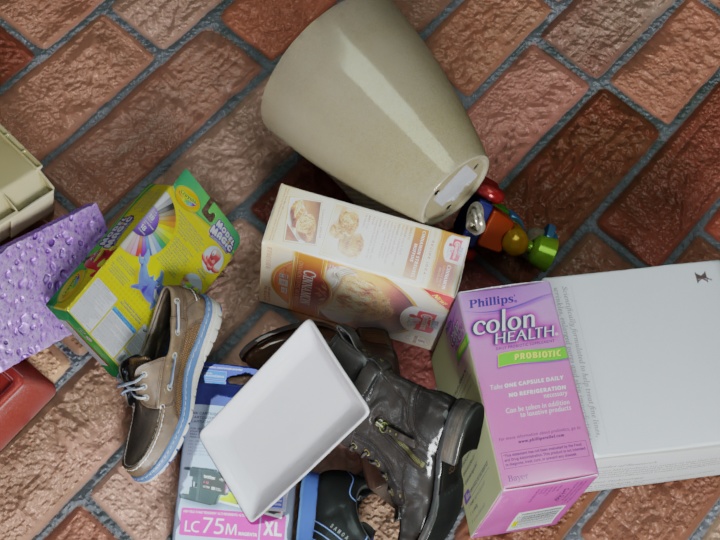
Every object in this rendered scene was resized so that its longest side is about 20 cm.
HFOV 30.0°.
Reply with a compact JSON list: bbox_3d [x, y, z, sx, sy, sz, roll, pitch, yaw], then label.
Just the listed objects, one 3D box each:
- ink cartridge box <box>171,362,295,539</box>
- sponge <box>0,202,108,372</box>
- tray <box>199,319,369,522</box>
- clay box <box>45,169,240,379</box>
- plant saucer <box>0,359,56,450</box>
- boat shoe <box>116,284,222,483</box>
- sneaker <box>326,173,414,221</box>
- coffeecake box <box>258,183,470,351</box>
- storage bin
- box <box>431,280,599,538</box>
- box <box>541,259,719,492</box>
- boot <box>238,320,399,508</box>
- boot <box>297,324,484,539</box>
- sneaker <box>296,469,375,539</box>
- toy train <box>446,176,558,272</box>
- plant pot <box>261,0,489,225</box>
[{"bbox_3d":[-0.122,0.185,1.360,0.118,0.042,0.201,6,63,-4],"label":"ink cartridge box"},{"bbox_3d":[-0.329,0.021,1.365,0.199,0.030,0.112,-31,106,-33],"label":"sponge"},{"bbox_3d":[-0.071,0.144,1.279,0.022,0.200,0.108,-12,62,-52],"label":"tray"},{"bbox_3d":[-0.219,0.001,1.395,0.047,0.115,0.200,7,52,46],"label":"clay box"},{"bbox_3d":[-0.446,0.124,1.354,0.200,0.037,0.200,38,67,12],"label":"plant saucer"},{"bbox_3d":[-0.206,0.110,1.348,0.072,0.072,0.201,31,65,-36],"label":"boat shoe"},{"bbox_3d":[0.016,-0.117,1.495,0.082,0.074,0.200,-38,74,-15],"label":"sneaker"},{"bbox_3d":[0.000,0.000,1.394,0.199,0.154,0.073,16,65,1],"label":"coffeecake box"},{"bbox_3d":[-0.452,-0.079,1.394,0.198,0.094,0.200,42,57,15],"label":"storage bin"},{"bbox_3d":[0.147,0.141,1.333,0.096,0.176,0.201,-8,66,-9],"label":"box"},{"bbox_3d":[0.285,0.111,1.388,0.198,0.131,0.200,-5,65,-9],"label":"box"},{"bbox_3d":[-0.013,0.150,1.340,0.185,0.064,0.201,-1,56,-30],"label":"boot"},{"bbox_3d":[0.016,0.169,1.270,0.173,0.069,0.201,22,100,23],"label":"boot"},{"bbox_3d":[-0.026,0.289,1.305,0.077,0.070,0.201,3,65,1],"label":"sneaker"},{"bbox_3d":[0.157,-0.034,1.415,0.115,0.200,0.085,25,99,-4],"label":"toy train"},{"bbox_3d":[0.031,-0.147,1.375,0.187,0.188,0.200,-35,67,-20],"label":"plant pot"}]
